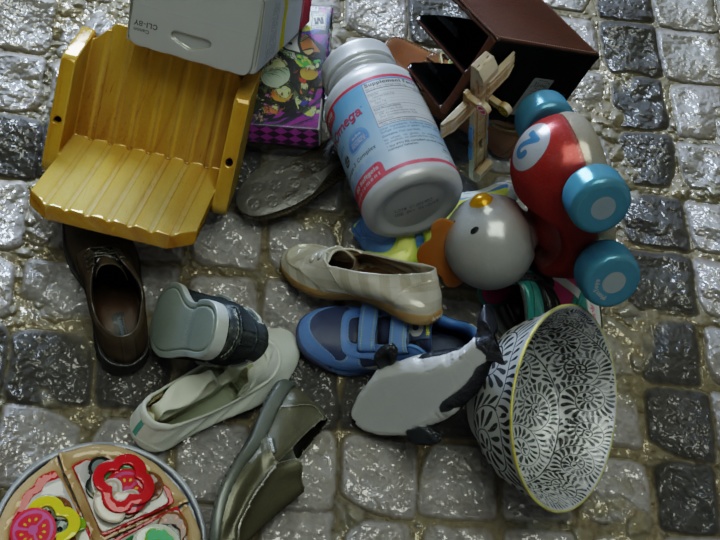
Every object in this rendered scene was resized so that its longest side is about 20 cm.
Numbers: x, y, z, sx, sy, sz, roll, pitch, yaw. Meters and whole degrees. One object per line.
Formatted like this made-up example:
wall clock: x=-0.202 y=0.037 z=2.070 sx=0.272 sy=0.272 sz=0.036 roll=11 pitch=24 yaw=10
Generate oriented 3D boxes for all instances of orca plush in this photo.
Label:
orca plush: x=0.074 y=0.096 z=1.269 sx=0.105 sy=0.201 sz=0.071 roll=46 pitch=37 yaw=12

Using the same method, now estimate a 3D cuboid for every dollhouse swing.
dollhouse swing: x=-0.221 y=-0.141 z=1.312 sx=0.197 sy=0.176 sz=0.184 roll=14 pitch=103 yaw=0

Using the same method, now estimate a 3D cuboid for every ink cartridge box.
ink cartridge box: x=-0.141 y=-0.290 z=1.377 sx=0.143 sy=0.084 sz=0.200 roll=16 pitch=29 yaw=7

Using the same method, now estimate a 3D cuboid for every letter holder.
letter holder: x=0.137 y=-0.247 z=1.416 sx=0.199 sy=0.101 sz=0.143 roll=-4 pitch=48 yaw=-49

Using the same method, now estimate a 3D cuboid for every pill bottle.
pill bottle: x=0.025 y=-0.143 z=1.365 sx=0.107 sy=0.109 sz=0.202 roll=-10 pitch=56 yaw=-18

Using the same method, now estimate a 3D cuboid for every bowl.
bowl: x=0.167 y=0.133 z=1.293 sx=0.093 sy=0.202 sz=0.202 roll=1 pitch=47 yaw=40

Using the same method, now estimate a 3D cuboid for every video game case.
video game case: x=-0.134 y=-0.225 z=1.456 sx=0.197 sy=0.036 sz=0.183 roll=5 pitch=58 yaw=1

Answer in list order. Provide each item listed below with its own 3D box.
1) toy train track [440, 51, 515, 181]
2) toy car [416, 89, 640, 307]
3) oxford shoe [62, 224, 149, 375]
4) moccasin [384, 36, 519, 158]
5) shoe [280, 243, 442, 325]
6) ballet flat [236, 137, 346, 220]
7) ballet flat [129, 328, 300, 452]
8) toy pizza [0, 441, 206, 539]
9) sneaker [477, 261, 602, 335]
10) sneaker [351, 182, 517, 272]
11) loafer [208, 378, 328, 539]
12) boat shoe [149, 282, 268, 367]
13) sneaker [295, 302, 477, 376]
toy train track: x=0.130 y=-0.148 z=1.338 sx=0.032 sy=0.201 sz=0.115 roll=38 pitch=71 yaw=20
toy car: x=0.148 y=-0.052 z=1.292 sx=0.198 sy=0.178 sz=0.185 roll=-18 pitch=37 yaw=-2
oxford shoe: x=-0.249 y=-0.005 z=1.299 sx=0.072 sy=0.085 sz=0.202 roll=-15 pitch=64 yaw=-18
moccasin: x=0.109 y=-0.207 z=1.498 sx=0.201 sy=0.078 sz=0.074 roll=39 pitch=59 yaw=10
shoe: x=0.000 y=0.000 z=1.328 sx=0.198 sy=0.054 sz=0.070 roll=17 pitch=37 yaw=32
ballet flat: x=-0.051 y=-0.108 z=1.430 sx=0.199 sy=0.047 sz=0.067 roll=-36 pitch=68 yaw=-23
ballet flat: x=-0.135 y=0.109 z=1.272 sx=0.199 sy=0.070 sz=0.070 roll=-30 pitch=71 yaw=-26
toy pizza: x=-0.238 y=0.248 z=1.189 sx=0.197 sy=0.032 sz=0.203 roll=6 pitch=60 yaw=-10
sneaker: x=0.183 y=0.003 z=1.399 sx=0.119 sy=0.084 sz=0.202 roll=5 pitch=61 yaw=-21
sneaker: x=0.076 y=-0.066 z=1.413 sx=0.199 sy=0.076 sz=0.105 roll=-30 pitch=71 yaw=-25
loafer: x=-0.086 y=0.195 z=1.229 sx=0.069 sy=0.076 sz=0.201 roll=22 pitch=58 yaw=5
boat shoe: x=-0.149 y=0.058 z=1.245 sx=0.060 sy=0.200 sz=0.077 roll=16 pitch=92 yaw=-27
sneaker: x=0.034 y=0.067 z=1.325 sx=0.197 sy=0.082 sz=0.075 roll=9 pitch=61 yaw=-7
